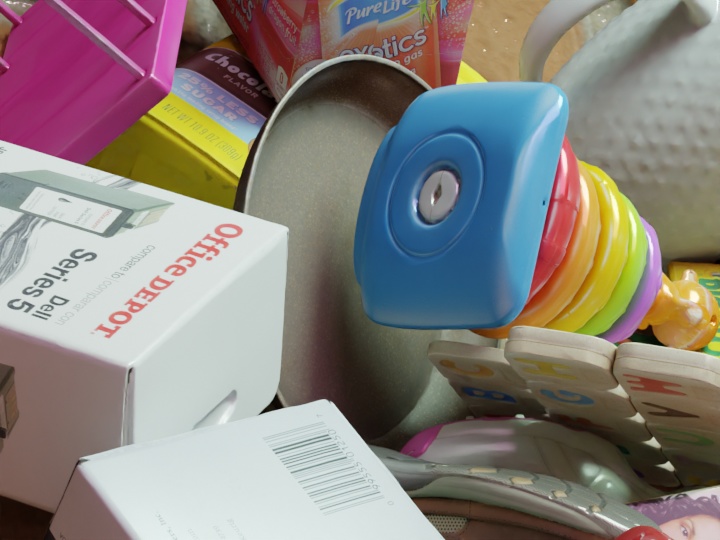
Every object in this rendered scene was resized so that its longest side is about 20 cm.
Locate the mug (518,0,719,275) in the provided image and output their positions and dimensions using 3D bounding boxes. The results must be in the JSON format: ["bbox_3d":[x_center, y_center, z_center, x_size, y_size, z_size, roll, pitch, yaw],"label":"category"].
[{"bbox_3d":[0.164,-0.091,1.330,0.200,0.175,0.148,42,25,-42],"label":"mug"}]

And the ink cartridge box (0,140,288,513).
[{"bbox_3d":[-0.147,0.018,1.052,0.199,0.085,0.145,16,30,19],"label":"ink cartridge box"}]

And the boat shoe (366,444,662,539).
[{"bbox_3d":[0.036,0.116,1.054,0.199,0.072,0.076,7,-2,35],"label":"boat shoe"}]

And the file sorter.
[{"bbox_3d":[-0.173,-0.138,1.206,0.125,0.139,0.201,40,29,-24],"label":"file sorter"}]

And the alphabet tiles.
[{"bbox_3d":[0.133,0.069,1.141,0.194,0.200,0.015,9,73,20],"label":"alphabet tiles"}]

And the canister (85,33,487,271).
[{"bbox_3d":[-0.034,-0.061,1.281,0.148,0.087,0.200,36,37,14],"label":"canister"}]

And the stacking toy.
[{"bbox_3d":[0.102,-0.004,1.179,0.199,0.117,0.109,23,-15,-40],"label":"stacking toy"}]

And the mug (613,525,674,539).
[{"bbox_3d":[0.157,0.182,0.957,0.132,0.200,0.179,-7,82,-6],"label":"mug"}]

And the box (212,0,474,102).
[{"bbox_3d":[-0.022,-0.175,1.273,0.094,0.103,0.200,-4,36,-23],"label":"box"}]

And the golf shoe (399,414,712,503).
[{"bbox_3d":[0.108,0.129,1.144,0.199,0.076,0.092,19,39,-9],"label":"golf shoe"}]

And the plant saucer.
[{"bbox_3d":[0.000,0.000,1.181,0.199,0.032,0.202,9,79,-50],"label":"plant saucer"}]

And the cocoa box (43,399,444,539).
[{"bbox_3d":[-0.027,0.172,0.943,0.133,0.132,0.200,-12,50,-43],"label":"cocoa box"}]

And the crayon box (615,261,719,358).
[{"bbox_3d":[0.224,0.049,1.278,0.198,0.051,0.127,3,28,1],"label":"crayon box"}]

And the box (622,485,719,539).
[{"bbox_3d":[0.176,0.131,1.096,0.198,0.050,0.076,-11,69,-10],"label":"box"}]
